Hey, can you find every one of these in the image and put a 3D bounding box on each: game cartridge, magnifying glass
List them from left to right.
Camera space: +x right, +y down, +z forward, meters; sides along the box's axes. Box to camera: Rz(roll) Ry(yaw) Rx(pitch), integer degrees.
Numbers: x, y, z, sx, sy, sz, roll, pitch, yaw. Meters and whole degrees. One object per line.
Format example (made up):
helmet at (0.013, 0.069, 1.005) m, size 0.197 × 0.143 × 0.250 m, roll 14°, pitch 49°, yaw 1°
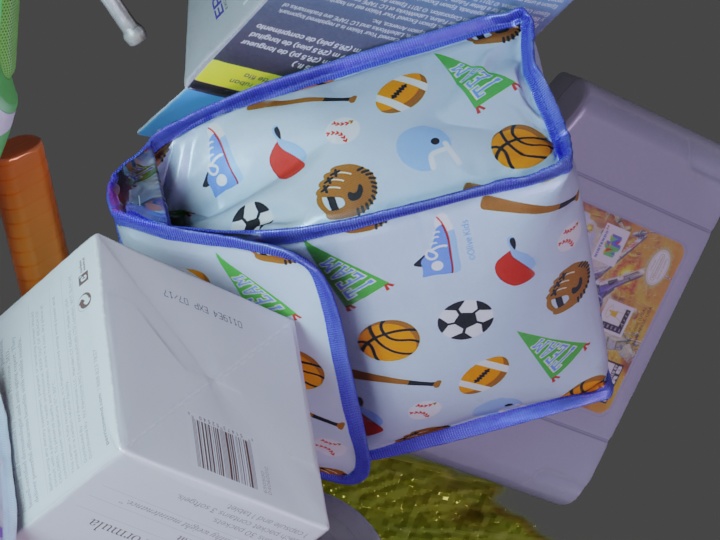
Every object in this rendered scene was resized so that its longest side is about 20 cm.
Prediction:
magnifying glass at (-0.132, 0.033, 1.301) m, size 0.079 × 0.022 × 0.201 m, roll -25°, pitch 122°, yaw -24°
game cartridge at (0.095, 0.010, 1.441) m, size 0.133 × 0.042 × 0.200 m, roll 20°, pitch 98°, yaw -43°

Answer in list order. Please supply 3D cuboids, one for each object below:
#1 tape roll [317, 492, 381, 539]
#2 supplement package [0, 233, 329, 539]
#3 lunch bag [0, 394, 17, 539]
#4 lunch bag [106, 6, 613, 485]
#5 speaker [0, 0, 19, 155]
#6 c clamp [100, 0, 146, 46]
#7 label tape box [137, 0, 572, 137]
tape roll at (-0.051, 0.215, 1.322) m, size 0.203 × 0.203 × 0.139 m, roll -39°, pitch 128°, yaw -14°
supplement package at (-0.124, 0.097, 1.216) m, size 0.114 × 0.110 × 0.200 m, roll 24°, pitch 130°, yaw -36°
lunch bag at (-0.231, 0.057, 1.128) m, size 0.169 × 0.200 × 0.127 m, roll 34°, pitch 89°, yaw -39°
lunch bag at (0.000, 0.000, 1.293) m, size 0.199 × 0.124 × 0.170 m, roll -13°, pitch 137°, yaw 0°
speaker at (-0.171, -0.142, 1.155) m, size 0.088 × 0.088 × 0.201 m, roll -7°, pitch 114°, yaw -32°
c clamp at (-0.207, -0.119, 1.101) m, size 0.200 × 0.027 × 0.171 m, roll -24°, pitch 103°, yaw 12°
label tape box at (0.006, -0.127, 1.284) m, size 0.143 × 0.066 × 0.200 m, roll 10°, pitch 143°, yaw -38°
